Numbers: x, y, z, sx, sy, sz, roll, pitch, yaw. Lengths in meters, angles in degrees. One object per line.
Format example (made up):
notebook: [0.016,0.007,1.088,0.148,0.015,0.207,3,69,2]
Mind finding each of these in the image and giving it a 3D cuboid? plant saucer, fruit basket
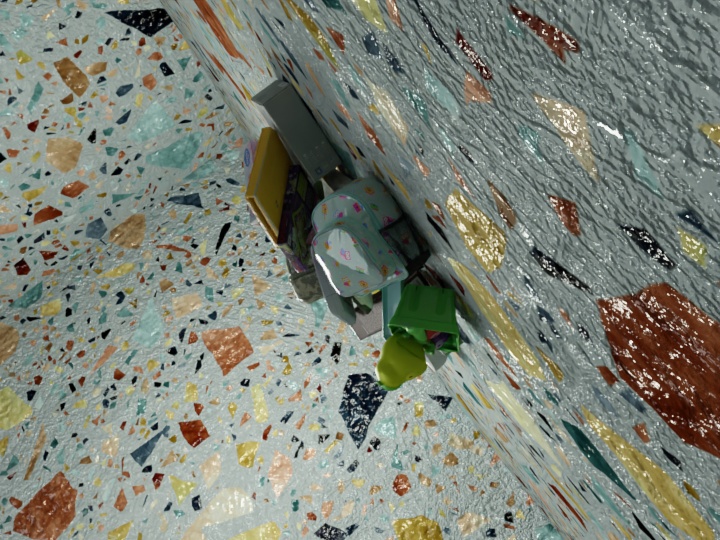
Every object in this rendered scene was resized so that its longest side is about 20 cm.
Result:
plant saucer: [0.071,0.078,1.483,0.070,0.019,0.200,39,142,45]
fruit basket: [0.116,0.144,1.375,0.155,0.216,0.216,7,164,11]

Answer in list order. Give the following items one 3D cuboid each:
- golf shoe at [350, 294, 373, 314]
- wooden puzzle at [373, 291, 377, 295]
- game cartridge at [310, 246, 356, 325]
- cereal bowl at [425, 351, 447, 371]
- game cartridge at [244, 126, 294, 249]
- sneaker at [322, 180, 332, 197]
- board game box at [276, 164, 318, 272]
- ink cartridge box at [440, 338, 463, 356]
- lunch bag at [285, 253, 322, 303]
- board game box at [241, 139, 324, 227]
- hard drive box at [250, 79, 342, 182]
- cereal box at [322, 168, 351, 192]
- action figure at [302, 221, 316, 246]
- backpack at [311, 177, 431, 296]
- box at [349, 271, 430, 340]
golf shoe: [0.000,0.000,1.557,0.077,0.088,0.200,39,-152,-54]
wooden puzzle: [0.020,0.008,1.735,0.185,0.037,0.200,48,173,-3]
game cartridge: [-0.063,0.017,1.563,0.133,0.041,0.200,39,-149,-64]
cereal bowl: [0.180,0.181,1.957,0.200,0.083,0.200,54,177,5]
game cartridge: [-0.180,-0.175,1.466,0.176,0.032,0.200,64,-155,-50]
sneaker: [-0.073,-0.137,1.772,0.200,0.076,0.105,-106,18,-44]
board game box: [-0.133,-0.111,1.500,0.120,0.032,0.200,54,-144,-52]
ink cartridge box: [0.173,0.129,1.743,0.104,0.059,0.200,54,176,-19]
lunch bag: [-0.117,-0.016,1.753,0.200,0.139,0.168,50,-162,-85]
board game box: [-0.169,-0.181,1.598,0.200,0.041,0.200,11,-121,-41]
hard drive box: [-0.141,-0.304,1.519,0.200,0.077,0.156,55,176,-26]
cereal box: [-0.012,-0.154,1.585,0.144,0.040,0.200,54,177,-30]
action figure: [-0.027,-0.049,1.512,0.200,0.134,0.149,40,-168,-7]
backpack: [0.001,-0.060,1.272,0.176,0.153,0.200,-23,95,52]
box: [0.064,0.080,1.592,0.075,0.100,0.200,53,137,-3]
